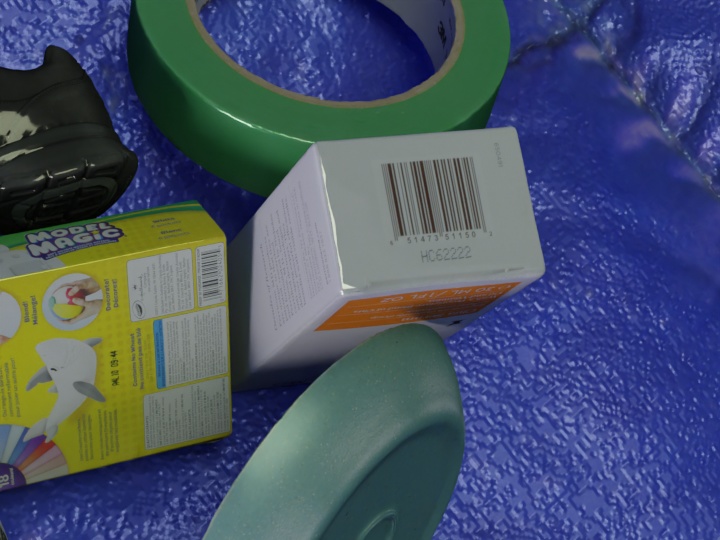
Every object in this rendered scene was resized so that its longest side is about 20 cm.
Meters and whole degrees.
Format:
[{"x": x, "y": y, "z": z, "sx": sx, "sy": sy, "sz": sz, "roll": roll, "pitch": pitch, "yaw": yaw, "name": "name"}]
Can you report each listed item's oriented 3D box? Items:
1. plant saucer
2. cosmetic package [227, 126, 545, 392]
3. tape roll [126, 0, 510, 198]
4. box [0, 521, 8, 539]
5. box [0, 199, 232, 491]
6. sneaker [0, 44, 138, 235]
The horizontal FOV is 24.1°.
[{"x": -0.007, "y": 0.120, "z": 0.783, "sx": 0.036, "sy": 0.201, "sz": 0.200, "roll": 32, "pitch": 64, "yaw": 24, "name": "plant saucer"}, {"x": 0.000, "y": 0.000, "z": 0.815, "sx": 0.100, "sy": 0.200, "sz": 0.072, "roll": -6, "pitch": 77, "yaw": -20, "name": "cosmetic package"}, {"x": -0.022, "y": -0.123, "z": 0.884, "sx": 0.198, "sy": 0.048, "sz": 0.202, "roll": 7, "pitch": 51, "yaw": -9, "name": "tape roll"}, {"x": -0.207, "y": 0.209, "z": 0.698, "sx": 0.156, "sy": 0.050, "sz": 0.201, "roll": -16, "pitch": 47, "yaw": -8, "name": "box"}, {"x": -0.161, "y": 0.043, "z": 0.800, "sx": 0.198, "sy": 0.048, "sz": 0.118, "roll": -12, "pitch": 121, "yaw": -23, "name": "box"}, {"x": -0.209, "y": -0.054, "z": 0.792, "sx": 0.198, "sy": 0.076, "sz": 0.091, "roll": -13, "pitch": 68, "yaw": -29, "name": "sneaker"}]
